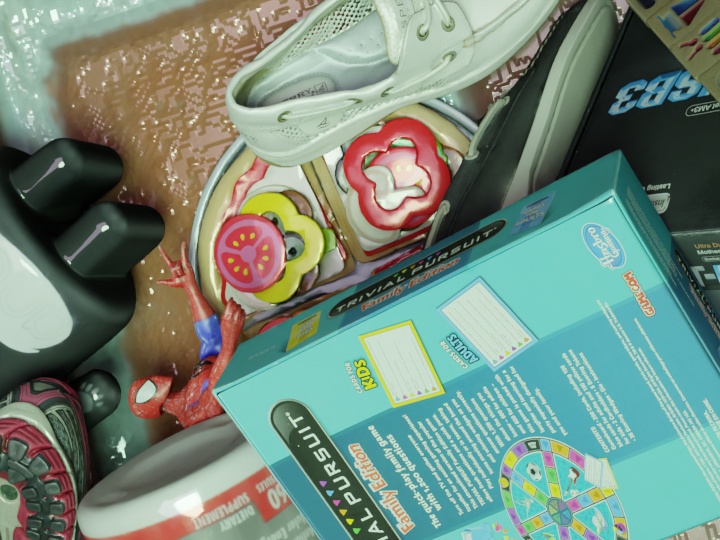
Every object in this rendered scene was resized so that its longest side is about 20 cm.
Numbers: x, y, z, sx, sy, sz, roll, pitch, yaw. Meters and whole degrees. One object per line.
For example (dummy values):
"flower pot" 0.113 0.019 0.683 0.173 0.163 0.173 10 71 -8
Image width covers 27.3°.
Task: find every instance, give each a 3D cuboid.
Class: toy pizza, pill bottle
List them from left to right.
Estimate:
"pill bottle" -0.045 0.177 0.715 0.113 0.114 0.201 -23 99 12
"toy pizza" 0.000 0.000 0.802 0.198 0.032 0.202 1 96 10

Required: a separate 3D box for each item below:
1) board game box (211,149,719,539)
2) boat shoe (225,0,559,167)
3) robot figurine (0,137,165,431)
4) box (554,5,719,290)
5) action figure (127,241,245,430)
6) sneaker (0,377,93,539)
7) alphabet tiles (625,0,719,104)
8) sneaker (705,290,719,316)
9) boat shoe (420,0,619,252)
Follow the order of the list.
"board game box" 0.060 0.061 0.638 0.199 0.047 0.152 -27 107 24
"boat shoe" 0.020 -0.123 0.754 0.199 0.069 0.071 -34 73 3
"robot figurine" -0.201 0.014 0.796 0.200 0.151 0.125 -39 132 11
"box" 0.191 -0.085 0.647 0.050 0.199 0.199 43 60 -31
"action figure" -0.036 0.027 0.760 0.198 0.065 0.100 -16 111 13
"sneaker" -0.164 0.151 0.759 0.080 0.075 0.201 13 119 4
"alphabet tiles" 0.198 -0.165 0.676 0.167 0.200 0.008 -39 120 12
"sneaker" 0.183 0.057 0.693 0.201 0.077 0.148 -10 90 33
"boat shoe" 0.080 -0.055 0.734 0.060 0.074 0.201 4 61 33
